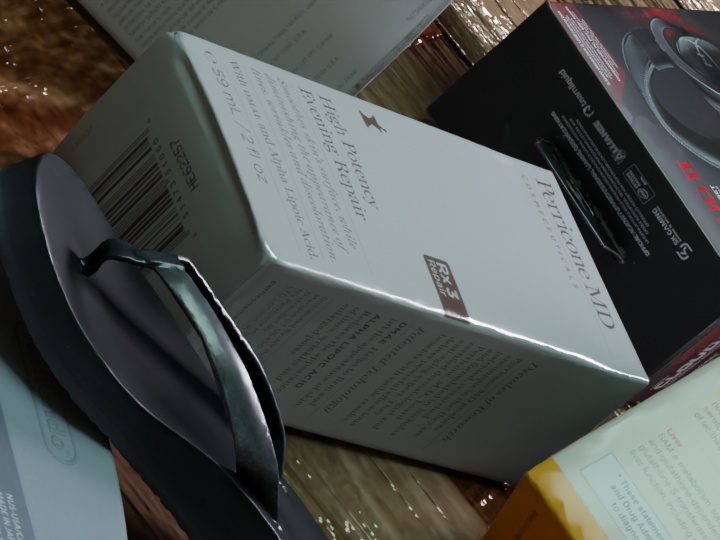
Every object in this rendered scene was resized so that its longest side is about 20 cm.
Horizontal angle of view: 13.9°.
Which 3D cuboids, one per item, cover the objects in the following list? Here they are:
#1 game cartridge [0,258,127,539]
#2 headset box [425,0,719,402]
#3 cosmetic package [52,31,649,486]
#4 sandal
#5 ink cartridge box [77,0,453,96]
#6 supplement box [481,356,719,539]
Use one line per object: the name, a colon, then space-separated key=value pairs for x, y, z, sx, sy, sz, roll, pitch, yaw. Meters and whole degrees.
game cartridge: x=-0.128 y=0.032 z=0.805 sx=0.133 sy=0.040 sz=0.201 roll=19 pitch=39 yaw=-39
headset box: x=0.127 y=-0.031 z=1.224 sx=0.149 sy=0.077 sz=0.200 roll=57 pitch=26 yaw=16
cosmetic package: x=0.000 y=0.000 z=0.998 sx=0.199 sy=0.074 sz=0.102 roll=15 pitch=42 yaw=-46
sandal: x=-0.040 y=0.044 z=0.861 sx=0.201 sy=0.043 sz=0.076 roll=56 pitch=14 yaw=-18
ink cartridge box: x=-0.064 y=-0.141 z=1.045 sx=0.200 sy=0.109 sz=0.050 roll=46 pitch=27 yaw=-4
supplement box: x=0.159 y=0.085 z=1.007 sx=0.199 sy=0.074 sz=0.126 roll=-27 pitch=73 yaw=-21
